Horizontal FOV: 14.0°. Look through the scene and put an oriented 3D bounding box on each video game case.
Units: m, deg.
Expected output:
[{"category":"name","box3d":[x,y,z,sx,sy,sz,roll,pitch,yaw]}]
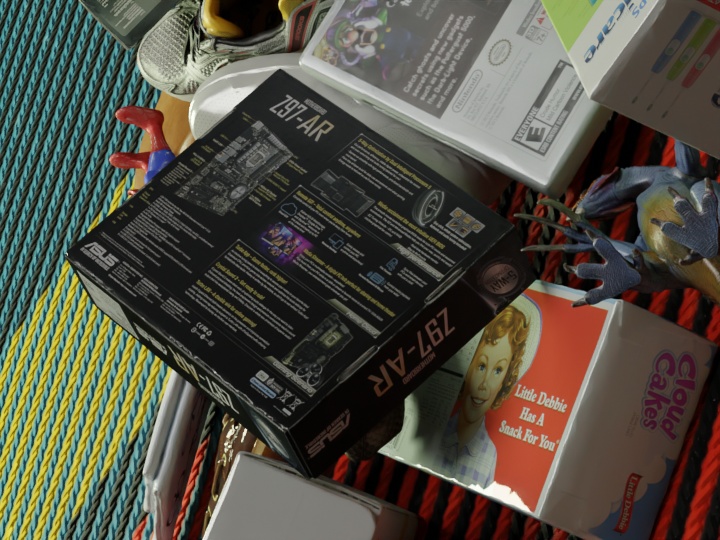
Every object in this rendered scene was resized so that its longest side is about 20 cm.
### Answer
[{"category":"video game case","box3d":[0.086,-0.160,1.594,0.181,0.023,0.201,28,84,31]}]

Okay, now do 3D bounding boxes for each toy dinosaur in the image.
[{"category":"toy dinosaur","box3d":[0.149,-0.012,1.444,0.105,0.200,0.181,-42,-8,14]}]

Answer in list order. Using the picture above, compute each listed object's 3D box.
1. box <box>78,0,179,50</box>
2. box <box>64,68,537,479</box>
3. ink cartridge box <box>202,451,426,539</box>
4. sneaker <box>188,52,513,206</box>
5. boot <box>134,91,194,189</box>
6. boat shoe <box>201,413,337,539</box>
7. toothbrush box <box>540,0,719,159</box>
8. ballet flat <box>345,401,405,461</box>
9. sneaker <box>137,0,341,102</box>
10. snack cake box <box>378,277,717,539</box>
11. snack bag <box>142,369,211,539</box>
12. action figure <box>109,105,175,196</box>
[{"category":"box","box3d":[-0.066,-0.234,1.715,0.200,0.046,0.159,-39,11,42]},{"category":"box","box3d":[-0.034,-0.003,1.507,0.160,0.044,0.200,-42,48,-15]},{"category":"ink cartridge box","box3d":[-0.036,0.180,1.535,0.200,0.085,0.148,44,-113,-77]},{"category":"sneaker","box3d":[-0.019,-0.061,1.625,0.116,0.199,0.074,-53,-34,-54]},{"category":"boot","box3d":[-0.094,-0.116,2.034,0.200,0.068,0.189,-140,61,-69]},{"category":"boat shoe","box3d":[-0.056,0.110,1.677,0.070,0.070,0.201,49,139,32]},{"category":"toothbrush box","box3d":[0.165,-0.138,1.426,0.086,0.145,0.200,-55,28,24]},{"category":"ballet flat","box3d":[-0.003,0.036,1.584,0.200,0.067,0.047,-97,2,-55]},{"category":"sneaker","box3d":[-0.071,-0.151,1.716,0.200,0.082,0.078,-19,69,48]},{"category":"snack cake box","box3d":[0.090,0.065,1.505,0.200,0.067,0.115,17,85,65]},{"category":"snack bag","box3d":[-0.106,0.071,1.843,0.200,0.021,0.189,101,-176,-73]},{"category":"action figure","box3d":[-0.136,-0.025,1.946,0.200,0.051,0.066,-111,30,-45]}]
